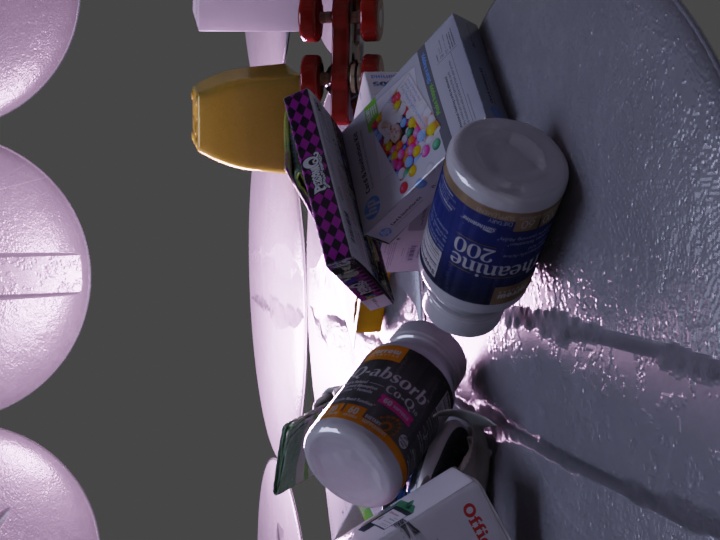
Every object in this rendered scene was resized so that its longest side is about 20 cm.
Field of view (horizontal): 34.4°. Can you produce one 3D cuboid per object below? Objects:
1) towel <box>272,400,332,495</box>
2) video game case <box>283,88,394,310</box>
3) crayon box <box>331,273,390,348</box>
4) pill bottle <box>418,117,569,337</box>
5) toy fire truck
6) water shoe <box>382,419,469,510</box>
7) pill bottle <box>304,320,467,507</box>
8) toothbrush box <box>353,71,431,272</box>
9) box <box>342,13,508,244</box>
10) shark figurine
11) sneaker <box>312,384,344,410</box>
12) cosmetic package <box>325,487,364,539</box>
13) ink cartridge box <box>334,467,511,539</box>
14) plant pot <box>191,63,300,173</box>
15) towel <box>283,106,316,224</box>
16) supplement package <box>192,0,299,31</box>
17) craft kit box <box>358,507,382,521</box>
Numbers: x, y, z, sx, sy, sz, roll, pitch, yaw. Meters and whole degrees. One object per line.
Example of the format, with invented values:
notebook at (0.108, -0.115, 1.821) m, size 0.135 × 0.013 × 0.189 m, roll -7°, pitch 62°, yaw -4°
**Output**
towel at (-0.022, 0.211, 1.524) m, size 0.023 × 0.199 × 0.153 m, roll 48°, pitch 146°, yaw 31°
video game case at (-0.021, -0.074, 1.279) m, size 0.181 × 0.036 × 0.202 m, roll 45°, pitch -152°, yaw -68°
crayon box at (0.000, 0.000, 1.692) m, size 0.201 × 0.051 × 0.127 m, roll -107°, pitch 20°, yaw -49°
pill bottle at (0.115, -0.032, 1.077) m, size 0.201 × 0.110 × 0.112 m, roll 103°, pitch 160°, yaw -47°
toy fire truck at (-0.017, -0.307, 1.646) m, size 0.168 × 0.111 × 0.202 m, roll -27°, pitch -62°, yaw -78°
water shoe at (0.059, 0.256, 1.315) m, size 0.079 × 0.071 × 0.202 m, roll 22°, pitch 95°, yaw 40°
pill bottle at (0.033, 0.150, 1.260) m, size 0.200 × 0.116 × 0.117 m, roll -50°, pitch -20°, yaw -43°
toothbrush box at (0.047, -0.120, 1.403) m, size 0.147 × 0.084 × 0.201 m, roll 104°, pitch 158°, yaw -51°
box at (0.064, -0.149, 1.239) m, size 0.200 × 0.041 × 0.157 m, roll -43°, pitch 43°, yaw 36°
shark figurine at (0.119, 0.239, 1.232) m, size 0.089 × 0.127 × 0.216 m, roll 37°, pitch 114°, yaw 41°
sneaker at (-0.026, 0.203, 1.728) m, size 0.200 × 0.098 × 0.079 m, roll 116°, pitch 149°, yaw -63°
cosmetic package at (0.000, 0.319, 1.697) m, size 0.200 × 0.073 × 0.102 m, roll 111°, pitch 154°, yaw -56°
ink cartridge box at (0.053, 0.306, 1.127) m, size 0.147 × 0.199 × 0.084 m, roll 62°, pitch 170°, yaw -6°
plant pot at (-0.233, -0.304, 2.312) m, size 0.194 × 0.198 × 0.197 m, roll -129°, pitch 40°, yaw -68°
towel at (-0.040, -0.092, 1.369) m, size 0.144 × 0.023 × 0.201 m, roll -94°, pitch -19°, yaw -47°
supplement package at (-0.208, -0.537, 2.166) m, size 0.111 × 0.198 × 0.157 m, roll -112°, pitch 23°, yaw -57°
craft kit box at (0.047, 0.282, 1.471) m, size 0.198 × 0.048 × 0.201 m, roll 106°, pitch 146°, yaw -45°
